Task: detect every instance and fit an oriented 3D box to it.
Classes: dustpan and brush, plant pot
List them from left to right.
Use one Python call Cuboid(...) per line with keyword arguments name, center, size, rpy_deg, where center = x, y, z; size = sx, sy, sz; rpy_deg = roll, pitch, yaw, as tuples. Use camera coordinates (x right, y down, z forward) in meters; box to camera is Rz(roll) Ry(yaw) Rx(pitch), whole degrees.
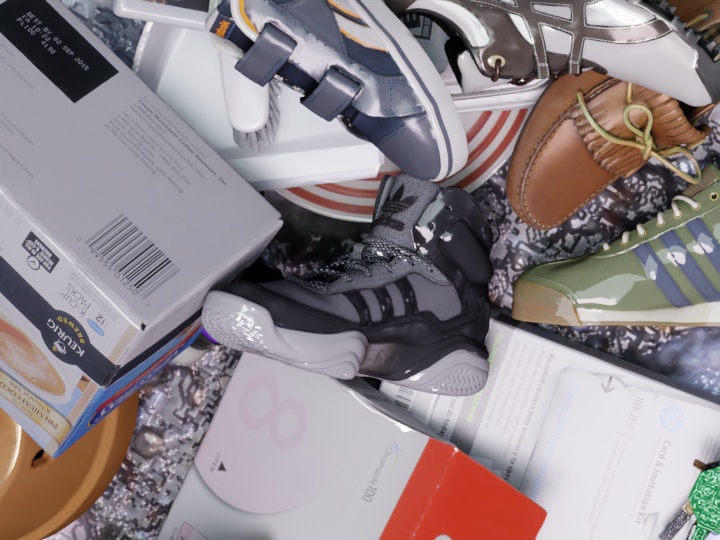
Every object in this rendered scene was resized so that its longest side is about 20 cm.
Cuboid(name="plant pot", center=(-0.236, 0.073, 1.640), size=(0.199, 0.140, 0.201), rpy_deg=(1, 95, 8))
Cuboid(name="dustpan and brush", center=(-0.066, -0.144, 1.562), size=(0.139, 0.057, 0.201), rpy_deg=(-6, 88, 7))

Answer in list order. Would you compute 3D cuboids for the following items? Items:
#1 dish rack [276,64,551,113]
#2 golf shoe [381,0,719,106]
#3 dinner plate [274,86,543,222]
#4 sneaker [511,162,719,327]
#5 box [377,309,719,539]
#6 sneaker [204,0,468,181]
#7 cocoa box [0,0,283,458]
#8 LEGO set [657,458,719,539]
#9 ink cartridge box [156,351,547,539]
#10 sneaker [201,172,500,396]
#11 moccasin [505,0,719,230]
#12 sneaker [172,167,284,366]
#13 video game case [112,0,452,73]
Cuboid(name="dish rack", center=(0.017, -0.167, 1.600), size=(0.199, 0.044, 0.173), rpy_deg=(-5, 96, 10))
Cuboid(name="golf shoe", center=(0.095, -0.122, 1.515), size=(0.199, 0.078, 0.095), rpy_deg=(28, 86, 0))
Cuboid(name="dinner plate", center=(0.008, -0.128, 1.638), size=(0.199, 0.024, 0.201), rpy_deg=(1, 97, 9))
Cuboid(name="sneaker", center=(0.184, -0.015, 1.604), size=(0.199, 0.067, 0.090), rpy_deg=(1, 95, 3))
Cuboid(name="box", center=(0.099, 0.115, 1.642), size=(0.199, 0.041, 0.157), rpy_deg=(20, 99, 7))
Cuboid(name="sneaker", center=(-0.028, -0.118, 1.481), size=(0.079, 0.078, 0.200), rpy_deg=(-34, 86, -21))
Cuboid(name="cocoa box", center=(-0.170, -0.031, 1.538), size=(0.200, 0.133, 0.131), rpy_deg=(44, 134, 6))
Cuboid(name="LEGO set", center=(0.220, 0.196, 1.596), size=(0.153, 0.116, 0.201), rpy_deg=(17, 97, 12))
Cuboid(name="ink cartridge box", center=(-0.013, 0.149, 1.614), size=(0.200, 0.057, 0.163), rpy_deg=(35, 106, 36))
Cuboid(name="sneaker", center=(0.000, 0.000, 1.546), size=(0.075, 0.200, 0.114), rpy_deg=(13, 90, 45))
Cuboid(name="moccasin", center=(0.164, -0.094, 1.580), size=(0.201, 0.078, 0.074), rpy_deg=(-37, 131, 1))
Cuboid(name="sneaker", center=(-0.106, -0.053, 1.630), size=(0.099, 0.070, 0.201), rpy_deg=(-24, 101, 29))
Cuboid(name="video game case", center=(-0.027, -0.218, 1.535), size=(0.181, 0.023, 0.201), rpy_deg=(9, 87, -13))
